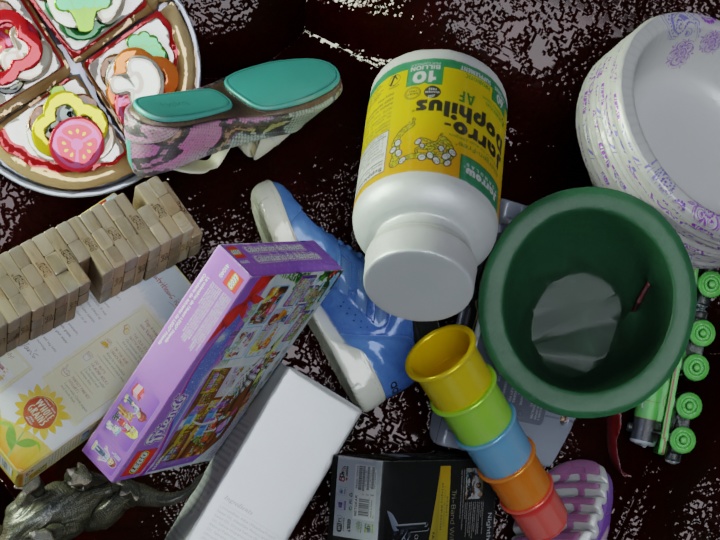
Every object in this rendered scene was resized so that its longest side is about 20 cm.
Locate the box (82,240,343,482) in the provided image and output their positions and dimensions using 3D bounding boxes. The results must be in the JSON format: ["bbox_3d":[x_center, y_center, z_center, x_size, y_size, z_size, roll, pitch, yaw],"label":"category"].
[{"bbox_3d":[-0.110,0.066,1.508,0.039,0.137,0.201,43,110,20],"label":"box"}]

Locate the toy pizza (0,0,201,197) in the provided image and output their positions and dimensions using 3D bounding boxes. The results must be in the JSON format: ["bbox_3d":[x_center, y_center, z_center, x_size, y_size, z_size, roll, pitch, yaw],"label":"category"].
[{"bbox_3d":[-0.222,-0.158,1.556,0.198,0.032,0.202,0,88,-11],"label":"toy pizza"}]

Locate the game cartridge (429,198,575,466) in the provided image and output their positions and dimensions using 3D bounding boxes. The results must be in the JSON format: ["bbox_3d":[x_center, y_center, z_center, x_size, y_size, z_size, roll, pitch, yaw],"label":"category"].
[{"bbox_3d":[0.136,0.053,1.615,0.133,0.040,0.202,15,91,-32],"label":"game cartridge"}]

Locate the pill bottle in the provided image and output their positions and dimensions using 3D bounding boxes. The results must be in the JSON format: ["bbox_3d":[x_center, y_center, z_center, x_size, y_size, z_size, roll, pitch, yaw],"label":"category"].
[{"bbox_3d":[0.053,-0.064,1.542,0.112,0.113,0.201,17,50,-10],"label":"pill bottle"}]

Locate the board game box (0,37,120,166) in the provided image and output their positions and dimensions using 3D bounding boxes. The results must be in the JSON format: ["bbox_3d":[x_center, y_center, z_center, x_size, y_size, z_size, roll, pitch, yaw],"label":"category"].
[{"bbox_3d":[-0.287,-0.133,1.571,0.198,0.023,0.106,2,87,-11],"label":"board game box"}]

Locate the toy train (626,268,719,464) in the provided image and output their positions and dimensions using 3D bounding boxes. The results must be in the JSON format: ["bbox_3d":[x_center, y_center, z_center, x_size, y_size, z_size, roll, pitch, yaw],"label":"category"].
[{"bbox_3d":[0.263,0.058,1.665,0.056,0.042,0.202,11,87,-1],"label":"toy train"}]

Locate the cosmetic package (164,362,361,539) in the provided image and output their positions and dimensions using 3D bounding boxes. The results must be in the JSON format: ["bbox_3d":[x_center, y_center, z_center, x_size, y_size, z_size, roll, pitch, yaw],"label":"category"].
[{"bbox_3d":[-0.085,0.175,1.566,0.071,0.101,0.201,31,85,-9],"label":"cosmetic package"}]

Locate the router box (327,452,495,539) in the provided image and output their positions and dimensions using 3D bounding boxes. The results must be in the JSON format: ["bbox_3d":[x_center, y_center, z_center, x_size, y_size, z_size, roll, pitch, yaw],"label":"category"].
[{"bbox_3d":[0.038,0.244,1.569,0.157,0.052,0.202,7,87,-52],"label":"router box"}]

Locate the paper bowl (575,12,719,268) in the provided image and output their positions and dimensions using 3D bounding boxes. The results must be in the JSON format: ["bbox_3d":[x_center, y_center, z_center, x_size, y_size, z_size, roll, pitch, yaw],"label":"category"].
[{"bbox_3d":[0.260,-0.097,1.609,0.199,0.104,0.202,13,62,-25],"label":"paper bowl"}]

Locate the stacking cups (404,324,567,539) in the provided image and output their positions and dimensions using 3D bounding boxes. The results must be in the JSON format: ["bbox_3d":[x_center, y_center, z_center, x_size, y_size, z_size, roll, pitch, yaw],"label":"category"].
[{"bbox_3d":[0.101,0.135,1.556,0.060,0.060,0.201,-35,121,-9],"label":"stacking cups"}]

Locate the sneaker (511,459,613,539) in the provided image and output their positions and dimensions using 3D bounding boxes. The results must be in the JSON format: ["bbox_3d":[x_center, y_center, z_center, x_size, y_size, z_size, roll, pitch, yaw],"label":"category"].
[{"bbox_3d":[0.170,0.256,1.630,0.088,0.080,0.201,32,65,-41],"label":"sneaker"}]

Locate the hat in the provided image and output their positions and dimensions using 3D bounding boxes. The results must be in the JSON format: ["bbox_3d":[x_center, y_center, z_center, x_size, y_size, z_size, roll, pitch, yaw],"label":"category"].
[{"bbox_3d":[0.174,0.044,1.601,0.164,0.176,0.201,18,86,5],"label":"hat"}]

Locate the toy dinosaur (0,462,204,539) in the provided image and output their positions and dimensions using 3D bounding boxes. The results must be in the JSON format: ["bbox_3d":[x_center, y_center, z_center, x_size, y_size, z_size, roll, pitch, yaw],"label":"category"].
[{"bbox_3d":[-0.222,0.182,1.550,0.199,0.102,0.077,-28,85,-18],"label":"toy dinosaur"}]

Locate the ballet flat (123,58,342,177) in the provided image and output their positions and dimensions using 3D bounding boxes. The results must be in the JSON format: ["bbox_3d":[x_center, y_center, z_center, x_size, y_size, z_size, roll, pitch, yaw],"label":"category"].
[{"bbox_3d":[-0.102,-0.115,1.573,0.199,0.069,0.072,-19,134,-37],"label":"ballet flat"}]

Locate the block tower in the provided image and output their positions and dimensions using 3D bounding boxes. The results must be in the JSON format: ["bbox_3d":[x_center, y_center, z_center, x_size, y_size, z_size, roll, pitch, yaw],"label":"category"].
[{"bbox_3d":[-0.216,-0.001,1.502,0.199,0.054,0.058,-30,72,-23],"label":"block tower"}]

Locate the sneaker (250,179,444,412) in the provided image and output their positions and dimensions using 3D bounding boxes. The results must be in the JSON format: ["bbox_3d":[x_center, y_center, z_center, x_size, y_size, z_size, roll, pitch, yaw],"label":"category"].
[{"bbox_3d":[0.000,0.000,1.595,0.111,0.077,0.201,-30,95,-9],"label":"sneaker"}]

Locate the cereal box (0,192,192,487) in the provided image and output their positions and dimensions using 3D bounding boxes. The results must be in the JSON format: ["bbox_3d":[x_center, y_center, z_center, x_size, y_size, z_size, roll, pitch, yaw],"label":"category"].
[{"bbox_3d":[-0.222,0.050,1.529,0.199,0.040,0.144,-35,77,-24],"label":"cereal box"}]
